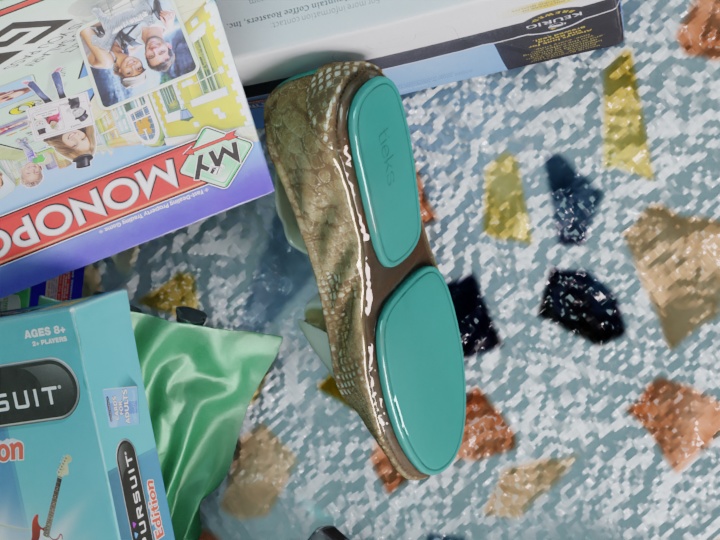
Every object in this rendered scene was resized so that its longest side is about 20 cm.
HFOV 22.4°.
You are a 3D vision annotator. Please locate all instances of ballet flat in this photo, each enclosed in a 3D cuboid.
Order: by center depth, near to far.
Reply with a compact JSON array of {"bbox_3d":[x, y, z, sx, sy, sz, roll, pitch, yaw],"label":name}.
[{"bbox_3d":[0.000,0.000,0.812,0.065,0.070,0.202,8,119,36],"label":"ballet flat"}]

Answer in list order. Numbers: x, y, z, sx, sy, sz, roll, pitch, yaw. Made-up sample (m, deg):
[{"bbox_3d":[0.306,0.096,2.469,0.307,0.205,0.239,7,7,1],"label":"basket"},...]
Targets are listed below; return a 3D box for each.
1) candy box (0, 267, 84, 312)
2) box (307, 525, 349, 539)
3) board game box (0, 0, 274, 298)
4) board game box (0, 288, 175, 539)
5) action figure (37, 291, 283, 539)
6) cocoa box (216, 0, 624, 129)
[{"bbox_3d":[-0.236,-0.019,0.875,0.198,0.077,0.171,3,85,12],"label":"candy box"},{"bbox_3d":[0.012,0.230,0.790,0.200,0.036,0.143,39,91,15],"label":"box"},{"bbox_3d":[-0.144,-0.053,0.727,0.198,0.135,0.029,-22,42,-6],"label":"board game box"},{"bbox_3d":[-0.155,0.120,0.784,0.150,0.047,0.202,-9,95,24],"label":"board game box"},{"bbox_3d":[-0.117,0.113,0.837,0.117,0.055,0.202,12,99,-22],"label":"action figure"},{"bbox_3d":[0.010,-0.155,0.817,0.198,0.131,0.135,-12,82,9],"label":"cocoa box"}]
